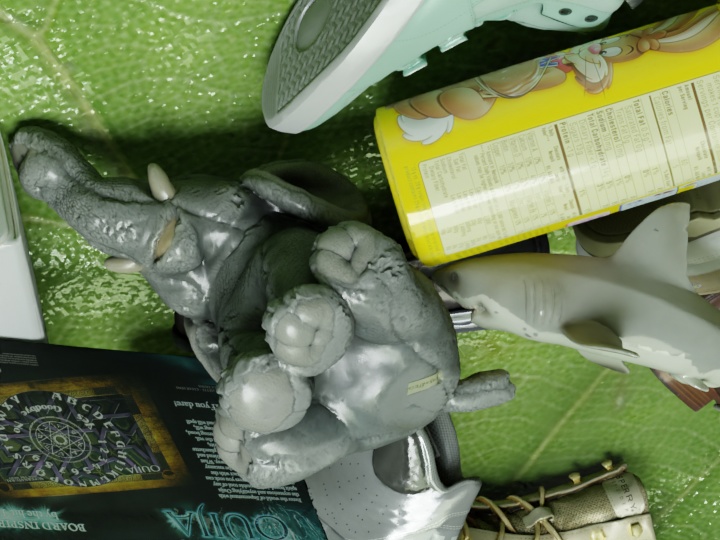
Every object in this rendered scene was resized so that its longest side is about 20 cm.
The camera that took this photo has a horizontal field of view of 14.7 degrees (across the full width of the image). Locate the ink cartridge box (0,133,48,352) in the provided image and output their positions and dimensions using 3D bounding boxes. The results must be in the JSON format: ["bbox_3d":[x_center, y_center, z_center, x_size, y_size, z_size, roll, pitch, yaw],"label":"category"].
[{"bbox_3d":[-0.227,0.035,1.373,0.144,0.088,0.201,-12,141,-6],"label":"ink cartridge box"}]

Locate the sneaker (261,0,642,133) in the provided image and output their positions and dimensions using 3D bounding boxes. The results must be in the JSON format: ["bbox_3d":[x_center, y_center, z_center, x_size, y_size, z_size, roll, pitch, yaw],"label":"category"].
[{"bbox_3d":[0.050,-0.115,1.296,0.118,0.074,0.200,30,120,-32],"label":"sneaker"}]

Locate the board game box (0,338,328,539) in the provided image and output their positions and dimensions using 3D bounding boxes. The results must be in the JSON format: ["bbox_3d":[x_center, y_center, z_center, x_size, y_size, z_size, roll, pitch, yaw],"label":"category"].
[{"bbox_3d":[-0.119,0.092,1.310,0.199,0.136,0.028,7,132,-31],"label":"board game box"}]

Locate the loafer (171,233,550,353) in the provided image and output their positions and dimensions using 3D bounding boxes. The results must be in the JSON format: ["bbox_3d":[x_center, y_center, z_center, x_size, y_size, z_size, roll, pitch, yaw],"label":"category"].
[{"bbox_3d":[0.000,0.000,1.430,0.199,0.072,0.063,-6,111,-6],"label":"loafer"}]

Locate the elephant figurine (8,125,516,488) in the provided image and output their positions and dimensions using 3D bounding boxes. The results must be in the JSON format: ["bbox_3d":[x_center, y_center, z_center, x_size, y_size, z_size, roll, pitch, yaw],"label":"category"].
[{"bbox_3d":[-0.050,-0.001,1.335,0.141,0.200,0.156,-34,135,-13],"label":"elephant figurine"}]

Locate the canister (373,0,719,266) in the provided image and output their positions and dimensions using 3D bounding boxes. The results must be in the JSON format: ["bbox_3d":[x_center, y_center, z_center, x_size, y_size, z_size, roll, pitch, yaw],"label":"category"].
[{"bbox_3d":[0.113,-0.067,1.333,0.199,0.087,0.149,-17,178,4],"label":"canister"}]

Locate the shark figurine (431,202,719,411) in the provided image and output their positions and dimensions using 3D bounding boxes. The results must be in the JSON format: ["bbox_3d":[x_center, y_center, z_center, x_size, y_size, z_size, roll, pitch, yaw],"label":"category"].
[{"bbox_3d":[0.158,0.014,1.370,0.214,0.128,0.090,17,87,-25],"label":"shark figurine"}]

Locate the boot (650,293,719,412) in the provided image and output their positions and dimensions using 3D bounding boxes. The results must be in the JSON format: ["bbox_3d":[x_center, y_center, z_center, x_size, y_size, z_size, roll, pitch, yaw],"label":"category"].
[{"bbox_3d":[0.280,0.026,1.546,0.200,0.064,0.186,-40,133,19],"label":"boot"}]

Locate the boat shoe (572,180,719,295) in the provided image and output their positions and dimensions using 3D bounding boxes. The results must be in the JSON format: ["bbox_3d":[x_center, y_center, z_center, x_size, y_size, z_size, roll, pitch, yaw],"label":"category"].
[{"bbox_3d":[0.209,-0.033,1.451,0.199,0.075,0.069,-9,144,6],"label":"boat shoe"}]

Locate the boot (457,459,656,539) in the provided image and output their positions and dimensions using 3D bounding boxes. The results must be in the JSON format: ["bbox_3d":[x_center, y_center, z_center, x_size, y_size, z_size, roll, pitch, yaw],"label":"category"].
[{"bbox_3d":[0.088,0.145,1.605,0.155,0.073,0.200,-20,141,6],"label":"boot"}]

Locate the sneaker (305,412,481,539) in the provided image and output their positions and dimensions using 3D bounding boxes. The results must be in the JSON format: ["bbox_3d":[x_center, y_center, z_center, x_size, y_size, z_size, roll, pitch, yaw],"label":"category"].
[{"bbox_3d":[-0.021,0.074,1.429,0.116,0.200,0.075,-61,167,19],"label":"sneaker"}]
